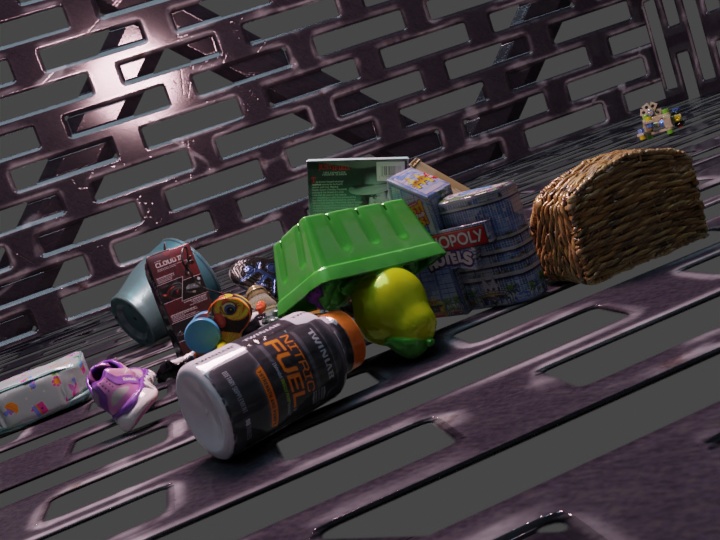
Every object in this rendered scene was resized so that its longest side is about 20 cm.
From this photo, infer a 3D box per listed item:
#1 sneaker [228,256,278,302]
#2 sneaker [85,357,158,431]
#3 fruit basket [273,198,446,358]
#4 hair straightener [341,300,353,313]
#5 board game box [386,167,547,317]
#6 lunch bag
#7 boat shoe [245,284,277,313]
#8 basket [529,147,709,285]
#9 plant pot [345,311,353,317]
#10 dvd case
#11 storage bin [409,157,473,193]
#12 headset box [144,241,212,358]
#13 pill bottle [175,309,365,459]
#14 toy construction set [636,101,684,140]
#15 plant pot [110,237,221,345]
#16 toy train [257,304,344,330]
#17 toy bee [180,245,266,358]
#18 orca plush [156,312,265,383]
[{"bbox_3d":[-0.137,0.035,1.423,0.199,0.076,0.077,17,-38,-20],"label":"sneaker"},{"bbox_3d":[-0.342,0.160,1.146,0.081,0.088,0.200,-54,15,-11],"label":"sneaker"},{"bbox_3d":[0.012,0.025,1.004,0.215,0.217,0.155,-25,-7,-37],"label":"fruit basket"},{"bbox_3d":[-0.012,0.035,1.123,0.199,0.041,0.077,16,12,3],"label":"hair straightener"},{"bbox_3d":[0.121,-0.044,1.073,0.199,0.201,0.062,-11,15,42],"label":"board game box"},{"bbox_3d":[-0.565,0.214,1.429,0.199,0.078,0.160,-21,7,-15],"label":"lunch bag"},{"bbox_3d":[-0.169,0.071,1.379,0.073,0.064,0.201,-22,-8,-8],"label":"boat shoe"},{"bbox_3d":[0.317,-0.079,1.059,0.199,0.144,0.149,-21,9,-15],"label":"basket"},{"bbox_3d":[0.000,0.000,1.307,0.200,0.202,0.093,-21,-29,-16],"label":"plant pot"},{"bbox_3d":[0.000,-0.057,1.147,0.145,0.202,0.022,-1,16,8],"label":"dvd case"},{"bbox_3d":[0.142,-0.078,1.234,0.094,0.199,0.199,-60,-1,14],"label":"storage bin"},{"bbox_3d":[-0.286,0.053,1.316,0.075,0.201,0.149,-21,-4,-18],"label":"headset box"},{"bbox_3d":[-0.088,0.110,0.874,0.199,0.107,0.106,-25,10,-37],"label":"pill bottle"},{"bbox_3d":[0.884,-0.442,2.411,0.130,0.093,0.200,-16,19,24],"label":"toy construction set"},{"bbox_3d":[-0.447,0.062,1.832,0.199,0.201,0.188,-11,27,47],"label":"plant pot"},{"bbox_3d":[-0.073,0.089,1.104,0.113,0.086,0.200,-9,8,0],"label":"toy train"},{"bbox_3d":[-0.179,0.077,1.083,0.108,0.201,0.131,-2,28,-2],"label":"toy bee"},{"bbox_3d":[-0.196,0.121,1.194,0.071,0.106,0.199,31,28,34],"label":"orca plush"}]
